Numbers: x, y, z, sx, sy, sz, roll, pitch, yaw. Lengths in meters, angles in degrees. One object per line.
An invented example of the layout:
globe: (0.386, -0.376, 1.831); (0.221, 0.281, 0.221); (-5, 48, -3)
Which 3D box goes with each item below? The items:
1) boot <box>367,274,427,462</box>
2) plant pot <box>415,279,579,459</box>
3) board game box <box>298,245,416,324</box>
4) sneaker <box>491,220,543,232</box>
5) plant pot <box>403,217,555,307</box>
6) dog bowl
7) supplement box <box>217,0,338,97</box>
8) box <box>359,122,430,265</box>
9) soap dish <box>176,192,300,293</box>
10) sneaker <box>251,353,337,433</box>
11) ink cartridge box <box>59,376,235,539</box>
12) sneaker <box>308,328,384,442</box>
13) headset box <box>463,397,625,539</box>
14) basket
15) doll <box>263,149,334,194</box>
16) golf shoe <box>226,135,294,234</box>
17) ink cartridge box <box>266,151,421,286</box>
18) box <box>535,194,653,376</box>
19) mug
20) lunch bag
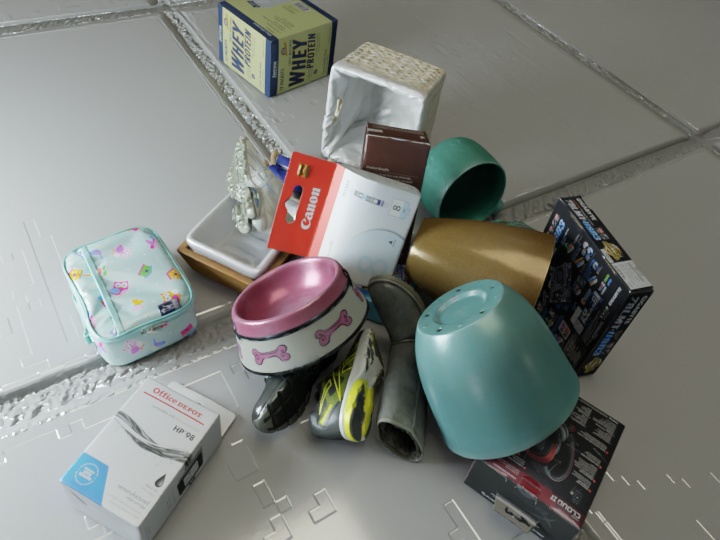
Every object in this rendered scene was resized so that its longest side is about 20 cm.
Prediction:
boot: (0.049, 0.131, 0.866); (0.182, 0.072, 0.202); (48, 44, -23)
plant pot: (0.162, 0.112, 0.816); (0.198, 0.163, 0.201); (-26, 17, 8)
board game box: (0.000, 0.000, 1.039); (0.196, 0.046, 0.153); (19, 46, 7)
sneaker: (0.238, -0.049, 1.125); (0.196, 0.079, 0.092); (-4, 32, -19)
plant pot: (0.174, -0.003, 0.971); (0.197, 0.188, 0.188); (23, 47, 8)
dog bowl: (-0.091, 0.053, 0.870); (0.196, 0.075, 0.201); (-19, 24, 9)
supplement box: (-0.192, -0.530, 1.434); (0.198, 0.136, 0.199); (-32, 60, -34)
box: (0.041, -0.119, 0.984); (0.098, 0.204, 0.075); (8, 28, -5)
soap dish: (-0.180, -0.052, 1.028); (0.155, 0.082, 0.201); (23, 48, 12)
sneaker: (-0.100, 0.144, 0.882); (0.078, 0.077, 0.201); (11, 40, 25)
ink cartridge box: (-0.252, 0.216, 0.774); (0.114, 0.067, 0.201); (23, 47, 12)
sneaker: (-0.021, 0.153, 0.873); (0.083, 0.076, 0.201); (-10, 28, 18)
headset box: (0.241, 0.251, 0.829); (0.147, 0.076, 0.200); (31, 49, 18)
basket: (0.044, -0.314, 1.239); (0.196, 0.201, 0.162); (22, 43, 11)
doll: (-0.086, -0.169, 1.178); (0.197, 0.049, 0.137); (25, 49, 13)
golf shoe: (-0.163, -0.135, 1.018); (0.095, 0.079, 0.203); (7, 49, -29)
ink cartridge box: (-0.027, -0.071, 0.932); (0.196, 0.163, 0.047); (14, 24, -14)
box: (0.338, 0.025, 0.973); (0.049, 0.202, 0.201); (-5, 47, -17)
mug: (0.181, -0.157, 1.165); (0.150, 0.186, 0.115); (-32, 53, -5)
lunch bag: (-0.341, 0.034, 0.920); (0.158, 0.078, 0.201); (-22, 55, -28)
